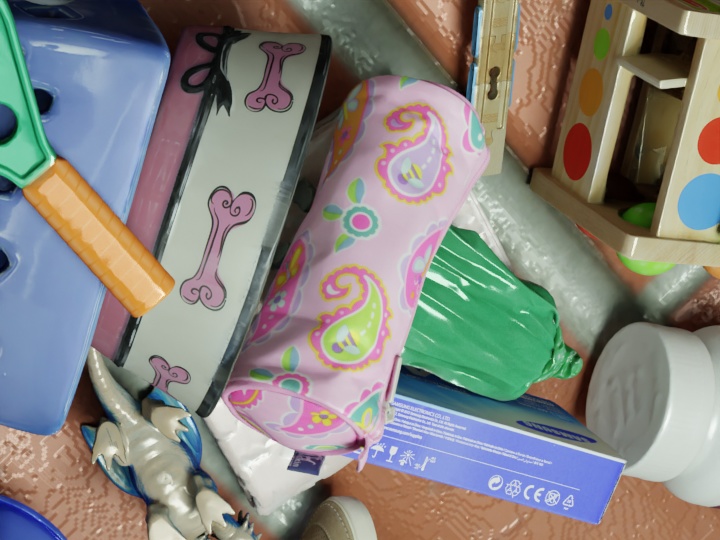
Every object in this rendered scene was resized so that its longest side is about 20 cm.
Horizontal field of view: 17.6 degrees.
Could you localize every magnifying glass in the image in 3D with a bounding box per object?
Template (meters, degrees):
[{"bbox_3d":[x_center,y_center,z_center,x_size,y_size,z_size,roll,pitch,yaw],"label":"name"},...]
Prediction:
[{"bbox_3d":[-0.154,-0.059,1.014,0.080,0.022,0.200,-40,106,2],"label":"magnifying glass"}]

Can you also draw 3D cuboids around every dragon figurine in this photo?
[{"bbox_3d":[-0.116,0.099,1.286,0.059,0.099,0.200,-32,100,-6],"label":"dragon figurine"}]

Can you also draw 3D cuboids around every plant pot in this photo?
[{"bbox_3d":[-0.213,-0.056,1.112,0.180,0.200,0.200,14,104,-19],"label":"plant pot"}]

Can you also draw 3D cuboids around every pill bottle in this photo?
[{"bbox_3d":[0.243,0.094,1.402,0.200,0.110,0.110,12,105,-26],"label":"pill bottle"}]

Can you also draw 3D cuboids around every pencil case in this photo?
[{"bbox_3d":[0.000,0.000,1.176,0.087,0.087,0.200,35,63,-29],"label":"pencil case"}]

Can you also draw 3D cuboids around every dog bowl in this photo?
[{"bbox_3d":[-0.079,-0.033,1.152,0.074,0.200,0.200,18,104,-7],"label":"dog bowl"}]

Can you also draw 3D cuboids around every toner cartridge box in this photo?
[{"bbox_3d":[0.040,0.083,1.288,0.200,0.095,0.043,18,102,-28],"label":"toner cartridge box"}]

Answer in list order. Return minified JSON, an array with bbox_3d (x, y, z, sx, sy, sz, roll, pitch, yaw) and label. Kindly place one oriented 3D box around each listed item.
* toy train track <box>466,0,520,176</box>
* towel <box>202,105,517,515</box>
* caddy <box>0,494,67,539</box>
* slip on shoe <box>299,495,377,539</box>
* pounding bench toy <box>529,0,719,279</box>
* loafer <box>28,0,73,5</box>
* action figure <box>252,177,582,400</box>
[{"bbox_3d":[0.070,-0.149,1.282,0.115,0.033,0.200,-10,120,-26],"label":"toy train track"},{"bbox_3d":[-0.017,0.015,1.310,0.200,0.032,0.191,-33,118,-8],"label":"towel"},{"bbox_3d":[-0.215,0.215,1.271,0.141,0.105,0.200,-6,115,6],"label":"caddy"},{"bbox_3d":[-0.048,0.223,1.358,0.061,0.076,0.200,10,114,-32],"label":"slip on shoe"},{"bbox_3d":[0.200,-0.066,1.268,0.124,0.200,0.156,5,108,-24],"label":"pounding bench toy"},{"bbox_3d":[-0.116,-0.170,1.072,0.063,0.200,0.072,-26,92,20],"label":"loafer"},{"bbox_3d":[0.043,0.017,1.282,0.200,0.055,0.118,28,87,-24],"label":"action figure"}]
